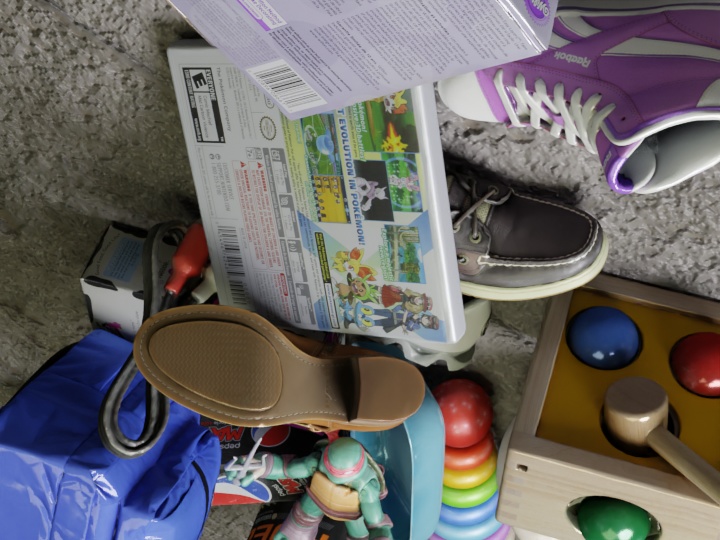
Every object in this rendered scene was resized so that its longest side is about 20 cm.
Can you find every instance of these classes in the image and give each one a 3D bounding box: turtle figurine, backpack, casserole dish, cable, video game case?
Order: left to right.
[{"bbox_3d":[-0.192,0.155,1.058,0.167,0.200,0.163,24,118,2],"label":"backpack"},{"bbox_3d":[-0.134,0.035,0.993,0.097,0.200,0.050,43,140,-15],"label":"cable"},{"bbox_3d":[-0.028,-0.052,0.902,0.182,0.022,0.201,5,117,28],"label":"video game case"},{"bbox_3d":[-0.022,0.183,1.094,0.150,0.101,0.200,37,156,21],"label":"turtle figurine"},{"bbox_3d":[0.030,0.140,1.121,0.039,0.121,0.200,-18,136,-17],"label":"casserole dish"}]

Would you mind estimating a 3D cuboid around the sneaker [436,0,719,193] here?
[{"bbox_3d":[0.121,-0.092,0.770,0.200,0.115,0.073,-5,138,33],"label":"sneaker"}]

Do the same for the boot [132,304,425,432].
[{"bbox_3d":[-0.059,0.072,0.973,0.199,0.077,0.155,4,173,-9],"label":"boot"}]

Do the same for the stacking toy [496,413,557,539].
[{"bbox_3d":[0.170,0.176,1.113,0.146,0.147,0.200,19,164,3],"label":"stacking toy"}]

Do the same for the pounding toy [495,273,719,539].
[{"bbox_3d":[0.195,0.109,0.917,0.183,0.200,0.142,14,143,10],"label":"pounding toy"}]

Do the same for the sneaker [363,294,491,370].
[{"bbox_3d":[0.000,0.000,0.992,0.199,0.074,0.089,16,140,-5],"label":"sneaker"}]

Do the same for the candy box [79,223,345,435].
[{"bbox_3d":[-0.113,0.049,1.115,0.199,0.061,0.137,15,144,9],"label":"candy box"}]

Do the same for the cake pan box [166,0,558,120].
[{"bbox_3d":[-0.020,-0.166,0.728,0.184,0.052,0.200,-9,140,42],"label":"cake pan box"}]

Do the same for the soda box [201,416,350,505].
[{"bbox_3d":[-0.108,0.156,1.195,0.199,0.071,0.063,-4,139,3],"label":"soda box"}]

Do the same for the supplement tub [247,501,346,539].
[{"bbox_3d":[-0.049,0.272,1.252,0.122,0.200,0.123,13,143,10],"label":"supplement tub"}]

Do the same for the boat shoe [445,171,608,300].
[{"bbox_3d":[0.061,-0.030,0.915,0.199,0.073,0.065,5,146,22],"label":"boat shoe"}]

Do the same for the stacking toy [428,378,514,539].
[{"bbox_3d":[0.082,0.164,1.158,0.085,0.086,0.200,8,137,18],"label":"stacking toy"}]
